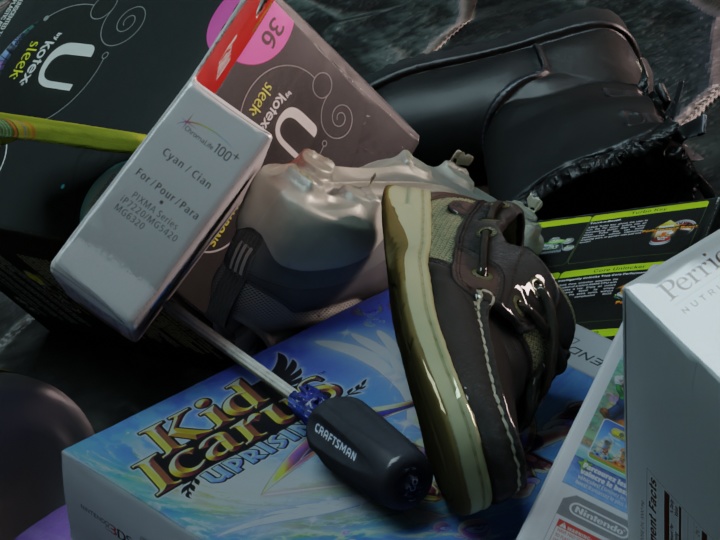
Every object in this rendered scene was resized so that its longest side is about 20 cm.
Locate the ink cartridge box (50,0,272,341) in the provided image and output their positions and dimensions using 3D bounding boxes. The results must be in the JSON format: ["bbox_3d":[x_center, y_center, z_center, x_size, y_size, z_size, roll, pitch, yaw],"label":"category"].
[{"bbox_3d":[-0.060,-0.055,1.138,0.176,0.045,0.200,-55,2,-5],"label":"ink cartridge box"}]

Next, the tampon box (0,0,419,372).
[{"bbox_3d":[-0.104,-0.050,1.361,0.200,0.126,0.150,11,66,48],"label":"tampon box"}]

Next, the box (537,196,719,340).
[{"bbox_3d":[0.052,0.045,1.208,0.200,0.048,0.193,-8,27,26],"label":"box"}]

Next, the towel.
[{"bbox_3d":[-0.165,-0.060,1.176,0.086,0.018,0.200,11,4,20],"label":"towel"}]

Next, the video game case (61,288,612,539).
[{"bbox_3d":[0.021,0.077,1.032,0.200,0.046,0.181,-26,35,-34],"label":"video game case"}]

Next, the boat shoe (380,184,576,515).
[{"bbox_3d":[0.046,0.019,1.012,0.066,0.072,0.201,-10,25,-1],"label":"boat shoe"}]

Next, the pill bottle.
[{"bbox_3d":[-0.216,0.088,1.255,0.111,0.111,0.200,-38,31,-30],"label":"pill bottle"}]

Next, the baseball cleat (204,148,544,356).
[{"bbox_3d":[0.000,0.000,1.167,0.070,0.107,0.200,41,19,31],"label":"baseball cleat"}]

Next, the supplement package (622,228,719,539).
[{"bbox_3d":[0.216,0.064,0.854,0.191,0.147,0.200,-31,53,-19],"label":"supplement package"}]

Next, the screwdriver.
[{"bbox_3d":[-0.031,0.040,1.031,0.028,0.029,0.200,-19,31,-24],"label":"screwdriver"}]

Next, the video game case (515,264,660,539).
[{"bbox_3d":[0.134,0.095,0.961,0.143,0.018,0.200,25,48,6],"label":"video game case"}]

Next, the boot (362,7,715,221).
[{"bbox_3d":[0.071,-0.051,1.357,0.198,0.073,0.163,-21,32,5],"label":"boot"}]

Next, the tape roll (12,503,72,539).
[{"bbox_3d":[-0.069,0.150,1.076,0.200,0.066,0.200,-17,26,8],"label":"tape roll"}]
